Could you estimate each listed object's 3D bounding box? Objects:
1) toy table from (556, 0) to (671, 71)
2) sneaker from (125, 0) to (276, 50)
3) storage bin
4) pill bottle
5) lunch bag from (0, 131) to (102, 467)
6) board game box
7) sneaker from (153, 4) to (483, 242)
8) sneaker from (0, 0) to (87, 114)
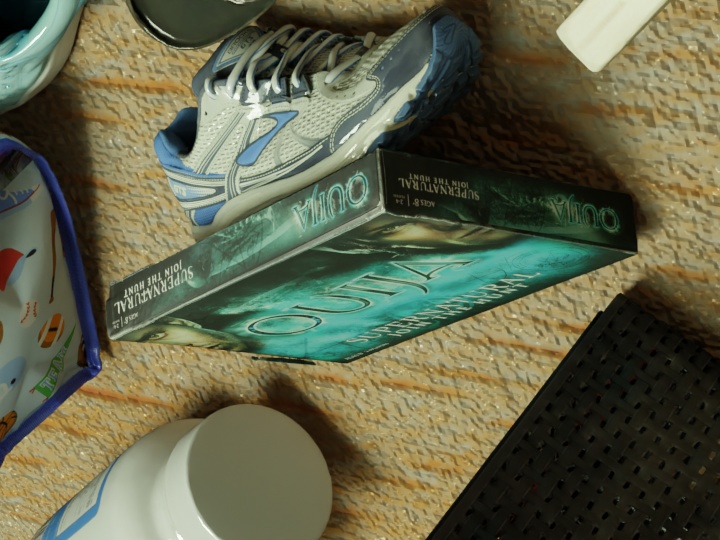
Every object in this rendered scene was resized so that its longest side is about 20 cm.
[{"bbox_3d":[0.139,-0.139,0.659,0.184,0.117,0.200,38,139,11],"label":"toy table"},{"bbox_3d":[-0.058,-0.130,0.837,0.075,0.106,0.200,35,141,-9],"label":"sneaker"},{"bbox_3d":[0.082,0.123,0.883,0.094,0.200,0.135,33,140,10],"label":"storage bin"},{"bbox_3d":[-0.096,0.145,1.124,0.112,0.112,0.200,46,142,-4],"label":"pill bottle"},{"bbox_3d":[-0.235,-0.014,1.082,0.169,0.124,0.201,24,141,21],"label":"lunch bag"},{"bbox_3d":[0.000,0.000,0.910,0.200,0.135,0.028,-24,65,49],"label":"board game box"},{"bbox_3d":[-0.030,-0.068,0.908,0.085,0.077,0.200,54,138,-3],"label":"sneaker"},{"bbox_3d":[-0.168,-0.118,0.969,0.074,0.082,0.200,44,141,0],"label":"sneaker"}]
